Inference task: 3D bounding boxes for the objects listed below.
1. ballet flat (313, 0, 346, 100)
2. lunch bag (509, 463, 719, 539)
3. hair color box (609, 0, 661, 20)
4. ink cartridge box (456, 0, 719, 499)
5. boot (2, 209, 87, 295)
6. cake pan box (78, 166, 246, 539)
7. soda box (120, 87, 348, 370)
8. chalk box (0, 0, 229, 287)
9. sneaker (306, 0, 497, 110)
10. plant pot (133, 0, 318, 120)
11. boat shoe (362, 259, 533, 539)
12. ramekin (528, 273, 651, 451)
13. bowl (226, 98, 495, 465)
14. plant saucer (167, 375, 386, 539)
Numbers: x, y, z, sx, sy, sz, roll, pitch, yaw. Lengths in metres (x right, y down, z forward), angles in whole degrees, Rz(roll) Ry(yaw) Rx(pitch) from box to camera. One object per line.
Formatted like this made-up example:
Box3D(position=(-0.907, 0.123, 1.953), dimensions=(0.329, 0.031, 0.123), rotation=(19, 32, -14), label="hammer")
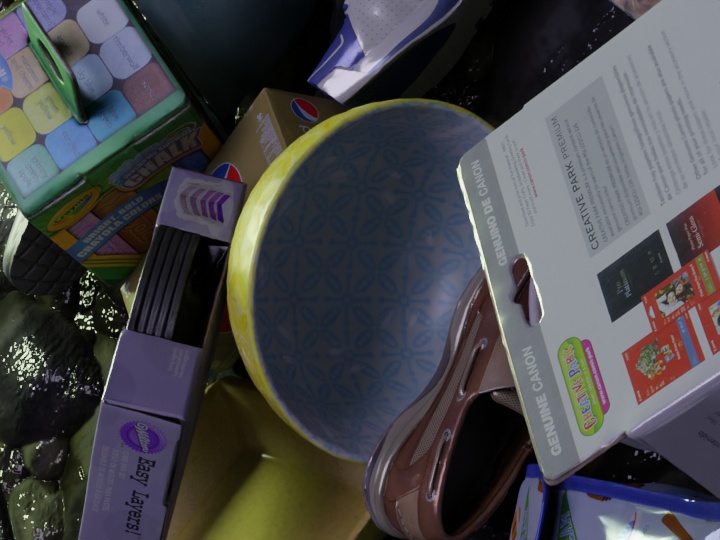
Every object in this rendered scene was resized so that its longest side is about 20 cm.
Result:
Box3D(position=(0.006, -0.122, 1.202), dimensions=(0.066, 0.057, 0.202), rotation=(7, 88, 39), label="ballet flat")
Box3D(position=(0.130, 0.189, 0.947), dimensions=(0.200, 0.123, 0.171), rotation=(6, 81, 57), label="lunch bag")
Box3D(position=(0.203, -0.224, 1.041), dimensions=(0.100, 0.060, 0.201), rotation=(45, 108, 40), label="hair color box")
Box3D(position=(0.147, -0.012, 0.840), dimensions=(0.175, 0.084, 0.201), rotation=(-36, 44, 25), label="ink cartridge box")
Box3D(position=(-0.225, -0.083, 1.385), dimensions=(0.131, 0.070, 0.201), rotation=(15, 77, 46), label="boot")
Box3D(position=(-0.114, 0.069, 1.089), dimensions=(0.201, 0.052, 0.185), rotation=(107, 174, -47), label="cake pan box")
Box3D(position=(-0.071, -0.021, 1.190), dimensions=(0.200, 0.067, 0.064), rotation=(-49, 49, 38), label="soda box")
Box3D(position=(-0.167, -0.095, 1.170), dimensions=(0.124, 0.200, 0.125), rotation=(-35, 69, 1), label="chalk box")
Box3D(position=(0.028, -0.192, 1.144), dimensions=(0.115, 0.081, 0.200), rotation=(42, 91, 19), label="sneaker")
Box3D(position=(-0.095, -0.218, 1.233), dimensions=(0.134, 0.200, 0.201), rotation=(-36, 53, 0), label="plant pot")
Box3D(position=(0.080, 0.064, 1.034), dimensions=(0.072, 0.076, 0.201), rotation=(17, 76, 57), label="boat shoe")
Box3D(position=(0.190, 0.007, 0.932), dimensions=(0.199, 0.105, 0.201), rotation=(-26, 48, 33), label="ramekin")
Box3D(position=(0.000, 0.000, 1.079), dimensions=(0.107, 0.199, 0.201), rotation=(17, 89, 58), label="bowl")
Box3D(position=(-0.073, 0.169, 1.131), dimensions=(0.199, 0.049, 0.200), rotation=(14, 58, 48), label="plant saucer")
